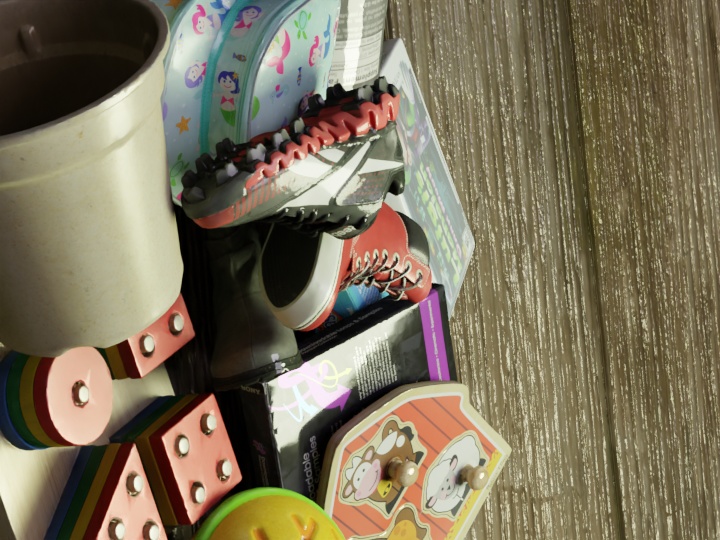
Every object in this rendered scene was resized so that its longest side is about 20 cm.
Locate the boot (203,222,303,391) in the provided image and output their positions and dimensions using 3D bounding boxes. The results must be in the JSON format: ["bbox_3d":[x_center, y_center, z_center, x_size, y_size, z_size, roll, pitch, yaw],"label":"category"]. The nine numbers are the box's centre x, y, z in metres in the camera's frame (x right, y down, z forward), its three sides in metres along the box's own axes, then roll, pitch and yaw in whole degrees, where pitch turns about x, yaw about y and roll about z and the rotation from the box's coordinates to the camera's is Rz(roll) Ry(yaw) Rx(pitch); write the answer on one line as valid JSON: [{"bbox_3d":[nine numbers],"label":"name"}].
[{"bbox_3d":[-0.092,0.006,1.708,0.200,0.068,0.131,-101,175,-77],"label":"boot"}]

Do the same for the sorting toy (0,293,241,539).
[{"bbox_3d":[-0.172,0.112,1.609,0.199,0.070,0.200,-39,118,-52],"label":"sorting toy"}]

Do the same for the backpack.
[{"bbox_3d":[-0.110,-0.138,1.644,0.200,0.150,0.178,-29,134,-53],"label":"backpack"}]

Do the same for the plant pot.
[{"bbox_3d":[-0.197,-0.054,1.510,0.200,0.200,0.184,-53,139,-46],"label":"plant pot"}]

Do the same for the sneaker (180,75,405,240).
[{"bbox_3d":[-0.037,-0.057,1.573,0.200,0.071,0.098,-29,108,-44],"label":"sneaker"}]

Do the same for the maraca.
[{"bbox_3d":[-0.050,0.234,1.690,0.200,0.107,0.137,36,73,-38],"label":"maraca"}]

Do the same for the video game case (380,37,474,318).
[{"bbox_3d":[0.044,-0.075,1.951,0.182,0.023,0.200,-65,137,-66],"label":"video game case"}]

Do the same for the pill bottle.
[{"bbox_3d":[-0.038,-0.184,1.775,0.113,0.113,0.200,-32,134,-54],"label":"pill bottle"}]

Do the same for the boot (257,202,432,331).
[{"bbox_3d":[0.000,0.000,1.703,0.144,0.072,0.200,43,28,-24],"label":"boot"}]

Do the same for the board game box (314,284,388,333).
[{"bbox_3d":[0.001,0.008,1.872,0.152,0.045,0.200,-76,148,-49],"label":"board game box"}]

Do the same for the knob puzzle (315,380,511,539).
[{"bbox_3d":[0.035,0.173,1.793,0.220,0.030,0.220,-23,123,-41],"label":"knob puzzle"}]

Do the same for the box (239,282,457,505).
[{"bbox_3d":[-0.003,0.108,1.786,0.200,0.036,0.143,-27,117,-41],"label":"box"}]
